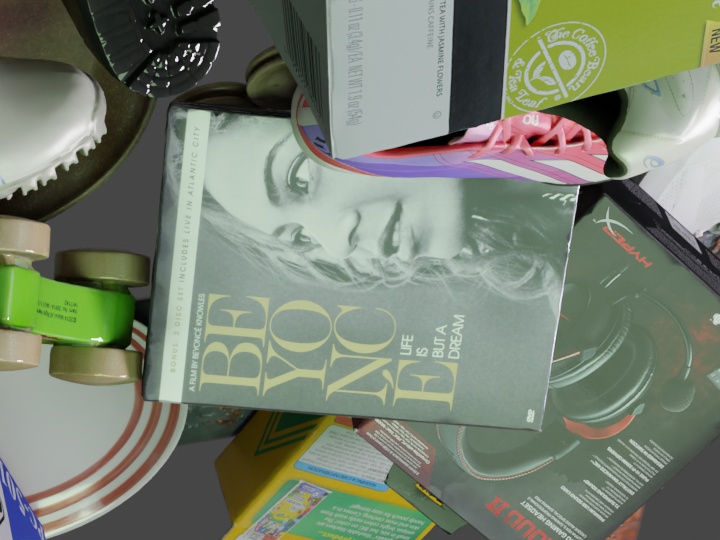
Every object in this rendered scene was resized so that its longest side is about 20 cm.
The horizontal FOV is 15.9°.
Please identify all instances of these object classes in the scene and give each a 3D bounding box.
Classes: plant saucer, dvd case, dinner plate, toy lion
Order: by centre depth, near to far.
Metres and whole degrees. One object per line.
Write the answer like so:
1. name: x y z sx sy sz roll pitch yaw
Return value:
1. plant saucer: -0.193 -0.091 1.192 0.199 0.037 0.201 -12 139 -11
2. toy lion: -0.217 0.012 1.207 0.190 0.069 0.200 2 175 17
3. dvd case: 0.000 0.000 1.234 0.198 0.016 0.150 5 109 -7
4. dinner plate: -0.192 0.080 1.391 0.199 0.024 0.201 -12 140 -10

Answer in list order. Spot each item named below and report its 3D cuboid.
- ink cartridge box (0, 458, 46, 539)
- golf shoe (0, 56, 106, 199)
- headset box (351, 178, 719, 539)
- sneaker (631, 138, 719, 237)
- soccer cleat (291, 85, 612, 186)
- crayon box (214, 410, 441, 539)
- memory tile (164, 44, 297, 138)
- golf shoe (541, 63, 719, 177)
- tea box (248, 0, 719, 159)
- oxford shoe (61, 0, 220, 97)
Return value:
1. ink cartridge box: -0.208 0.124 1.343 0.044 0.094 0.201 -20 140 0
2. golf shoe: -0.207 -0.079 1.120 0.199 0.079 0.098 -8 132 -16
3. headset box: 0.098 0.056 1.322 0.148 0.075 0.200 40 107 -22
4. sneaker: 0.166 -0.024 1.384 0.115 0.074 0.200 20 124 -33
5. soccer cleat: 0.070 -0.071 1.174 0.198 0.073 0.069 -1 95 -9
6. crayon box: 0.006 0.098 1.470 0.125 0.052 0.200 17 126 -36
7. memory tile: 0.015 -0.076 1.266 0.153 0.017 0.199 -26 151 30
8. golf shoe: 0.081 -0.122 1.125 0.097 0.200 0.078 -37 153 -20
9. tea box: 0.044 -0.171 0.964 0.195 0.201 0.134 -15 136 -14
10. oxford shoe: -0.120 -0.175 1.089 0.072 0.084 0.201 -19 114 -21
